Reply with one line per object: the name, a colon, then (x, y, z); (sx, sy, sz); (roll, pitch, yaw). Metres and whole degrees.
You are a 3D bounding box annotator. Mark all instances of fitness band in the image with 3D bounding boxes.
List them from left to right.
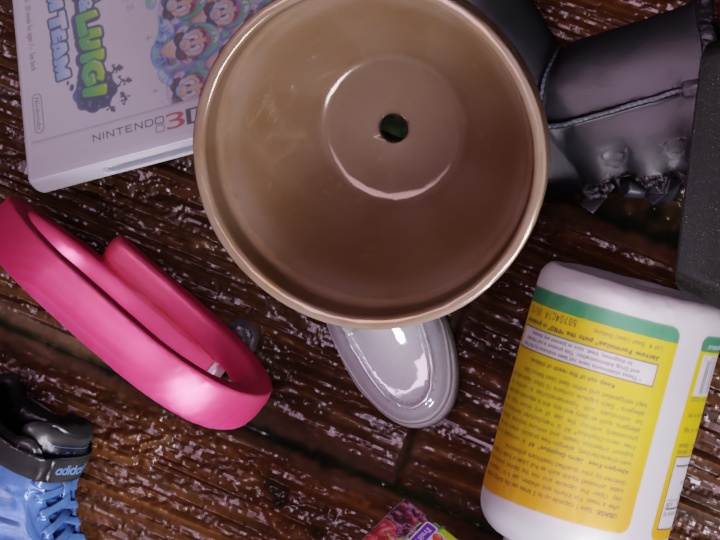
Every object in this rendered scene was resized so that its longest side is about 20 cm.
fitness band: (-0.140, 0.025, 1.624); (0.200, 0.144, 0.037); (39, 101, 13)

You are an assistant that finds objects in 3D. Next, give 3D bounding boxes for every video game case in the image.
video game case: (-0.126, -0.162, 1.653); (0.181, 0.024, 0.201); (-14, 68, 16)

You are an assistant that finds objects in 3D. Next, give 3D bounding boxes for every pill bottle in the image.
pill bottle: (0.133, 0.104, 1.563); (0.112, 0.113, 0.201); (15, 95, 15)

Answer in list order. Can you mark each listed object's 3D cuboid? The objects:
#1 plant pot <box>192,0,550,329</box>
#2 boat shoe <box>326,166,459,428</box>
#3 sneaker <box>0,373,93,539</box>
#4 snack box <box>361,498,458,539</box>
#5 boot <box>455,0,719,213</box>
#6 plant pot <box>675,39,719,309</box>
plant pot: (0.011, -0.074, 1.542); (0.200, 0.093, 0.202); (3, 105, 10)
boat shoe: (0.000, 0.000, 1.623); (0.072, 0.068, 0.201); (-19, 85, 15)
sneaker: (-0.194, 0.150, 1.674); (0.200, 0.077, 0.111); (48, 111, 17)
snack box: (0.037, 0.246, 1.571); (0.142, 0.053, 0.200); (35, 134, 13)
boot: (0.131, -0.127, 1.583); (0.162, 0.073, 0.199); (-11, 94, 18)
plant pot: (0.281, -0.046, 1.488); (0.177, 0.200, 0.201); (8, 93, 25)
